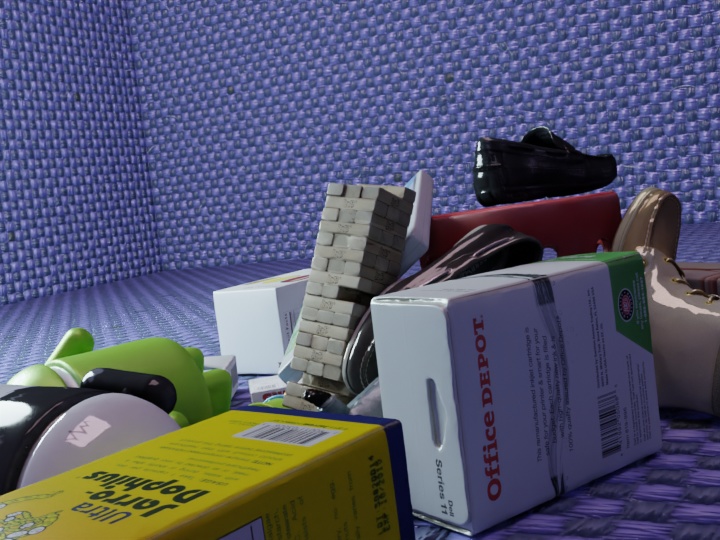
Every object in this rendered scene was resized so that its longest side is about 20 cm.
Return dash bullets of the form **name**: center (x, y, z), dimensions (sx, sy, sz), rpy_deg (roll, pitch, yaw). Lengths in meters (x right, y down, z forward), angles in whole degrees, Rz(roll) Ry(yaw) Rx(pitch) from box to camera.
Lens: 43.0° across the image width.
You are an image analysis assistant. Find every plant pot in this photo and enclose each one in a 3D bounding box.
- **plant pot**: center (0.159, 0.025, 0.890), dimensions (0.197, 0.186, 0.200), rpy_deg (-7, 5, 1)

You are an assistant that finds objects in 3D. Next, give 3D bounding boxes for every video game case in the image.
- **video game case**: center (0.000, 0.000, 0.866), dimensions (0.182, 0.022, 0.200), rpy_deg (-46, 11, 20)

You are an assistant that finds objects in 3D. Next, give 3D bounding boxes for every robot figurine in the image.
- **robot figurine**: center (-0.196, 0.120, 0.713), dimensions (0.198, 0.118, 0.175), rpy_deg (-11, 32, -43)
- **robot figurine**: center (-0.183, 0.132, 0.538), dimensions (0.197, 0.153, 0.124), rpy_deg (-2, -9, 34)

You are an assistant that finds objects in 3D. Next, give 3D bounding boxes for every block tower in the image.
- **block tower**: center (-0.010, 0.027, 0.734), dimensions (0.053, 0.204, 0.057), rpy_deg (9, -6, 37)

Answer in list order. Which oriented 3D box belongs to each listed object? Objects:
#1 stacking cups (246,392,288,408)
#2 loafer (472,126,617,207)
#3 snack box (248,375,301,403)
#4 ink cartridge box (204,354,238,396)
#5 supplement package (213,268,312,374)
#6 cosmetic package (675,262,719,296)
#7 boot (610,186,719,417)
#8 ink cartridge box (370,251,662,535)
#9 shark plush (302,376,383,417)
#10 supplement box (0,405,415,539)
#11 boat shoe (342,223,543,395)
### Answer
- **stacking cups**: center (-0.060, 0.125, 0.781), dimensions (0.059, 0.062, 0.200), rpy_deg (-5, 5, 20)
- **loafer**: center (0.187, -0.107, 0.904), dimensions (0.198, 0.072, 0.068), rpy_deg (-10, 4, -40)
- **snack box**: center (-0.022, 0.120, 0.992), dimensions (0.196, 0.025, 0.072), rpy_deg (-8, 4, -9)
- **ink cartridge box**: center (-0.230, 0.137, 0.988), dimensions (0.173, 0.046, 0.200), rpy_deg (-6, 5, -1)
- **supplement package**: center (-0.087, 0.063, 1.225), dimensions (0.112, 0.112, 0.199), rpy_deg (-4, 6, 33)
- **cosmetic package**: center (0.321, 0.048, 0.878), dimensions (0.086, 0.105, 0.199), rpy_deg (-10, 4, -25)
- **boot**: center (0.281, 0.024, 0.762), dimensions (0.072, 0.203, 0.153), rpy_deg (28, -17, -37)
- **ink cartridge box**: center (0.111, 0.074, 0.627), dimensions (0.198, 0.149, 0.082), rpy_deg (-10, 5, -37)
- **shark plush**: center (-0.025, 0.116, 0.649), dimensions (0.197, 0.085, 0.091), rpy_deg (-10, 16, -18)
- **supplement box**: center (-0.075, 0.138, 0.383), dimensions (0.108, 0.111, 0.199), rpy_deg (-2, 7, 39)
- **boat shoe**: center (0.068, 0.027, 0.720), dimensions (0.199, 0.067, 0.057), rpy_deg (-40, 26, -26)
